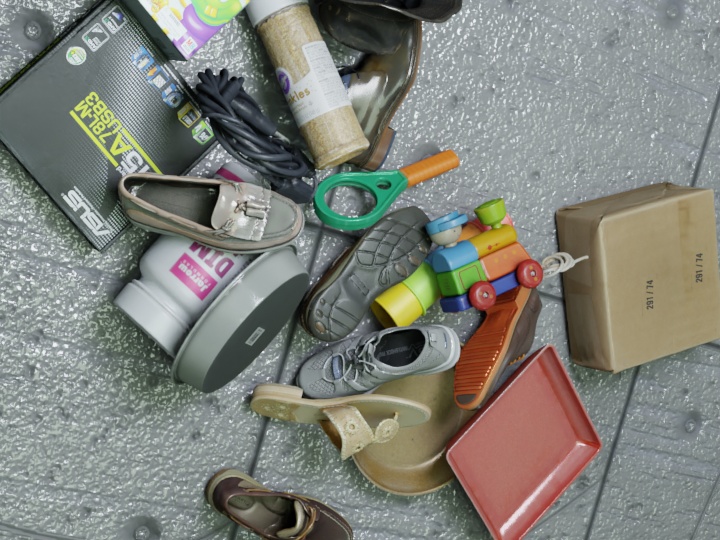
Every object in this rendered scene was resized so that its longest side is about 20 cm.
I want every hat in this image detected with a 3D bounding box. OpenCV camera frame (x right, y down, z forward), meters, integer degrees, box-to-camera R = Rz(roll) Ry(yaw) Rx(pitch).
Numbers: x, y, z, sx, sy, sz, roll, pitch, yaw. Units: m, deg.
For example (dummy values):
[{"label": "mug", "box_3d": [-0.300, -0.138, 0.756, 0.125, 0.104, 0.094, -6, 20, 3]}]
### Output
[{"label": "hat", "box_3d": [0.008, -0.287, 1.625, 0.198, 0.201, 0.082, 3, 120, -25]}]

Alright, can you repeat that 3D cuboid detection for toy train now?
[{"label": "toy train", "box_3d": [0.171, -0.034, 1.743, 0.198, 0.084, 0.117, -23, 97, -25]}]

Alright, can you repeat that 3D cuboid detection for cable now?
[{"label": "cable", "box_3d": [-0.113, -0.153, 1.578, 0.051, 0.200, 0.164, -35, 71, 12]}]

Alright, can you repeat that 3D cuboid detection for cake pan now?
[{"label": "cake pan", "box_3d": [-0.126, 0.057, 1.614, 0.037, 0.200, 0.200, 41, 80, 11]}]

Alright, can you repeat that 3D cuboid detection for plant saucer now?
[{"label": "plant saucer", "box_3d": [0.198, 0.219, 1.845, 0.200, 0.037, 0.201, -44, 127, -18]}, {"label": "plant saucer", "box_3d": [0.066, 0.171, 1.803, 0.197, 0.035, 0.203, -5, 101, -24]}]

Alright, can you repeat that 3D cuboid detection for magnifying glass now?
[{"label": "magnifying glass", "box_3d": [0.032, -0.099, 1.729, 0.198, 0.080, 0.023, -25, 144, -27]}]

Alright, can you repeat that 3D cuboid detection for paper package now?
[{"label": "paper package", "box_3d": [0.355, 0.006, 1.869, 0.188, 0.103, 0.203, -14, 104, -23]}]

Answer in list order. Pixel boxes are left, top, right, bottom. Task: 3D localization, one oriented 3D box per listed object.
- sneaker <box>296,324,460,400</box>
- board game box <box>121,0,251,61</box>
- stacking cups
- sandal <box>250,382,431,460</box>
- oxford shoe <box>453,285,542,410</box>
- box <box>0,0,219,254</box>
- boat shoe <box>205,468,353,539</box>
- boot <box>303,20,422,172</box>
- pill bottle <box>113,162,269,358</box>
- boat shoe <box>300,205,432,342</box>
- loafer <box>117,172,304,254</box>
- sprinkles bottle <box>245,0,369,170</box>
[{"label": "sneaker", "box_3d": [0.011, 0.097, 1.701, 0.198, 0.082, 0.076, -20, 69, 16]}, {"label": "board game box", "box_3d": [-0.159, -0.329, 1.574, 0.200, 0.105, 0.103, -45, 113, -12]}, {"label": "stacking cups", "box_3d": [0.103, -0.004, 1.774, 0.199, 0.060, 0.061, -39, 112, -13]}, {"label": "sandal", "box_3d": [-0.026, 0.184, 1.699, 0.208, 0.078, 0.070, 7, 59, 4]}, {"label": "oxford shoe", "box_3d": [0.175, 0.095, 1.792, 0.073, 0.071, 0.201, 47, 57, -30]}, {"label": "box", "box_3d": [-0.275, -0.156, 1.584, 0.193, 0.047, 0.201, -44, 113, -13]}, {"label": "boat shoe", "box_3d": [-0.086, 0.294, 1.735, 0.199, 0.072, 0.073, 31, 86, -26]}, {"label": "boot", "box_3d": [0.004, -0.220, 1.685, 0.096, 0.075, 0.203, 13, 96, -28]}, {"label": "pill bottle", "box_3d": [-0.170, -0.009, 1.620, 0.113, 0.113, 0.201, 44, 80, -24]}, {"label": "boat shoe", "box_3d": [0.000, 0.000, 1.723, 0.200, 0.074, 0.076, -43, 107, -19]}, {"label": "loafer", "box_3d": [-0.159, -0.064, 1.542, 0.197, 0.063, 0.073, 8, 72, 8]}, {"label": "sprinkles bottle", "box_3d": [-0.058, -0.214, 1.627, 0.068, 0.068, 0.202, -23, 88, -19]}]
